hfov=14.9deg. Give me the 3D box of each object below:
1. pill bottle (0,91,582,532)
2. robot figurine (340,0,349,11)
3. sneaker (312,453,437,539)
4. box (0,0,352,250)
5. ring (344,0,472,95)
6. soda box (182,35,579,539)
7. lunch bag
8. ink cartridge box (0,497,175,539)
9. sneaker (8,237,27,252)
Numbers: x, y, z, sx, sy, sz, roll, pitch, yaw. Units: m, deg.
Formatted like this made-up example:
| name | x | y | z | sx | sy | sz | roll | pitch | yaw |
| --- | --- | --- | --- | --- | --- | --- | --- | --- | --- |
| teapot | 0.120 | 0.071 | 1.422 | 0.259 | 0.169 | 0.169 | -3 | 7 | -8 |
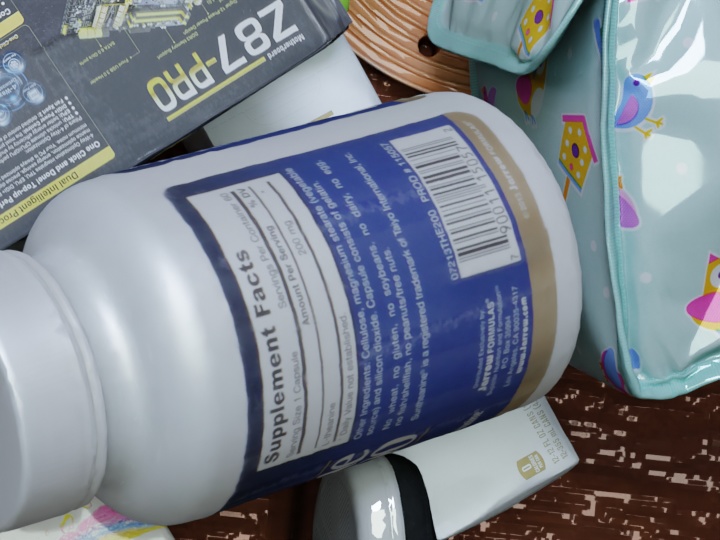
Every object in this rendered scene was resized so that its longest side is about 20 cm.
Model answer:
| name | x | y | z | sx | sy | sz | roll | pitch | yaw |
| --- | --- | --- | --- | --- | --- | --- | --- | --- | --- |
| pill bottle | -0.038 | 0.016 | 0.869 | 0.200 | 0.111 | 0.111 | -16 | 85 | -31 |
| robot figurine | -0.061 | -0.161 | 0.950 | 0.200 | 0.116 | 0.176 | -27 | 68 | 2 |
| sneaker | 0.048 | 0.140 | 0.962 | 0.112 | 0.073 | 0.200 | -12 | 119 | -12 |
| box | -0.128 | -0.092 | 0.885 | 0.200 | 0.049 | 0.161 | -32 | 95 | 15 |
| ring | 0.057 | -0.158 | 1.051 | 0.200 | 0.019 | 0.201 | 1 | 83 | -6 |
| soda box | 0.000 | 0.000 | 0.999 | 0.064 | 0.068 | 0.200 | -29 | 87 | -10 |
| lunch bag | 0.100 | -0.069 | 0.948 | 0.122 | 0.170 | 0.200 | -11 | 101 | -11 |
| ink cartridge box | -0.092 | 0.113 | 0.949 | 0.067 | 0.117 | 0.200 | -30 | 87 | -9 |
| sneaker | -0.191 | -0.037 | 0.981 | 0.200 | 0.076 | 0.081 | 6 | 73 | -8 |
